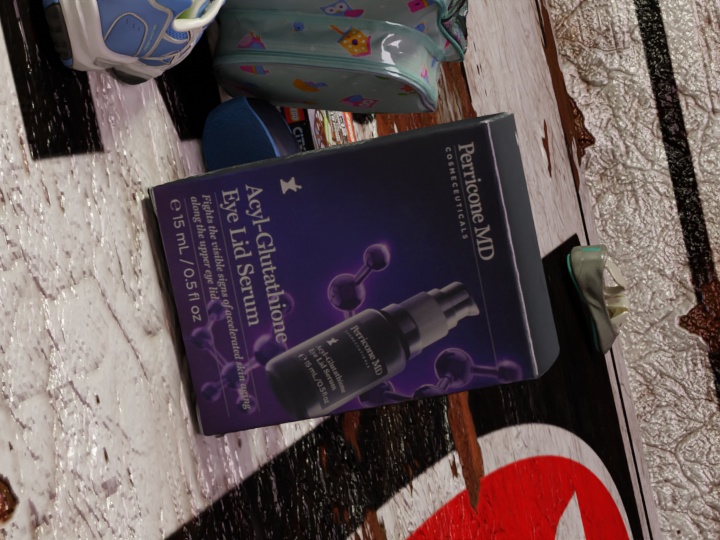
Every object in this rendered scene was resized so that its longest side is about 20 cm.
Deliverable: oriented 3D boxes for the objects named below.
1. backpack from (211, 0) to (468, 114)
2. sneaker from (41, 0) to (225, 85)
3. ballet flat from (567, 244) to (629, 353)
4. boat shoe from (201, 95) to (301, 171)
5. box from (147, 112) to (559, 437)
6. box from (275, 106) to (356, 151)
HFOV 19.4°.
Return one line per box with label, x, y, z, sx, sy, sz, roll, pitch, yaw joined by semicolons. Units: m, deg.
backpack;-0.020;-0.180;1.305;0.200;0.176;0.154;67;30;-72
sneaker;-0.106;-0.143;1.144;0.200;0.077;0.076;-49;125;-75
ballet flat;0.329;0.041;2.826;0.200;0.064;0.067;65;18;-45
boat shoe;-0.035;-0.014;1.311;0.069;0.084;0.200;-22;103;-65
box;0.000;0.000;1.194;0.104;0.200;0.148;-30;108;-76
box;-0.020;-0.021;1.486;0.137;0.038;0.200;-4;82;-77
